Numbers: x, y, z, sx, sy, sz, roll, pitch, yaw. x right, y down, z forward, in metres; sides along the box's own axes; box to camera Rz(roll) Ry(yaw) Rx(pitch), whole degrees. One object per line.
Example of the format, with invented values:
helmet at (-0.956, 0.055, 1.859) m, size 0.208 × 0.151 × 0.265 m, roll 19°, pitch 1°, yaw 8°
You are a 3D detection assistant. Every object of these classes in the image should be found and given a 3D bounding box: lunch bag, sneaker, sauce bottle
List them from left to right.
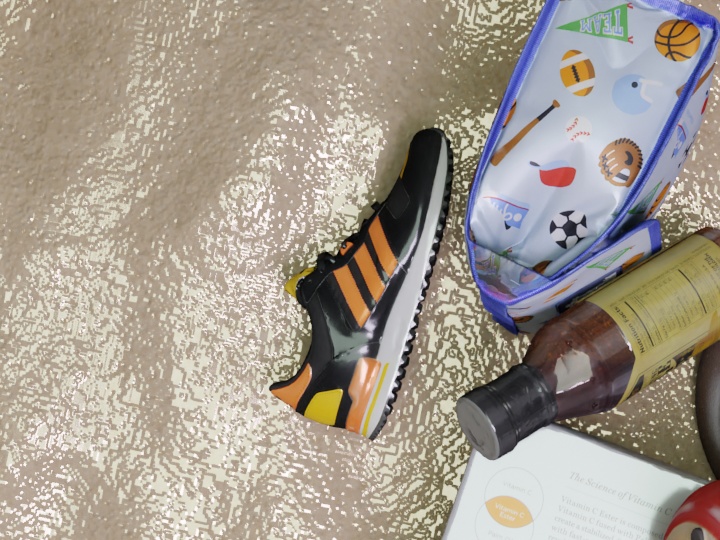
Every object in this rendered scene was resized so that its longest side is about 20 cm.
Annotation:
sneaker at (0.000, 0.000, 1.069) m, size 0.089 × 0.070 × 0.203 m, roll 15°, pitch 88°, yaw 4°
lunch bag at (0.132, -0.058, 1.014) m, size 0.123 × 0.170 × 0.202 m, roll 27°, pitch 86°, yaw 12°
sauce bottle at (0.143, 0.044, 0.982) m, size 0.199 × 0.066 × 0.066 m, roll -29°, pitch 82°, yaw -21°

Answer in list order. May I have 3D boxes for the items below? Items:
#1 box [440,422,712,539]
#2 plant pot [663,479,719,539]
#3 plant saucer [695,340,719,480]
box at (0.116, 0.198, 1.020) m, size 0.151 × 0.106 × 0.202 m, roll 20°, pitch 87°, yaw 7°
plant pot at (0.263, 0.197, 0.886) m, size 0.180 × 0.200 × 0.203 m, roll -6°, pitch 83°, yaw -13°
plant saucer at (0.295, 0.087, 1.013) m, size 0.198 × 0.032 × 0.203 m, roll 5°, pitch 102°, yaw 25°
